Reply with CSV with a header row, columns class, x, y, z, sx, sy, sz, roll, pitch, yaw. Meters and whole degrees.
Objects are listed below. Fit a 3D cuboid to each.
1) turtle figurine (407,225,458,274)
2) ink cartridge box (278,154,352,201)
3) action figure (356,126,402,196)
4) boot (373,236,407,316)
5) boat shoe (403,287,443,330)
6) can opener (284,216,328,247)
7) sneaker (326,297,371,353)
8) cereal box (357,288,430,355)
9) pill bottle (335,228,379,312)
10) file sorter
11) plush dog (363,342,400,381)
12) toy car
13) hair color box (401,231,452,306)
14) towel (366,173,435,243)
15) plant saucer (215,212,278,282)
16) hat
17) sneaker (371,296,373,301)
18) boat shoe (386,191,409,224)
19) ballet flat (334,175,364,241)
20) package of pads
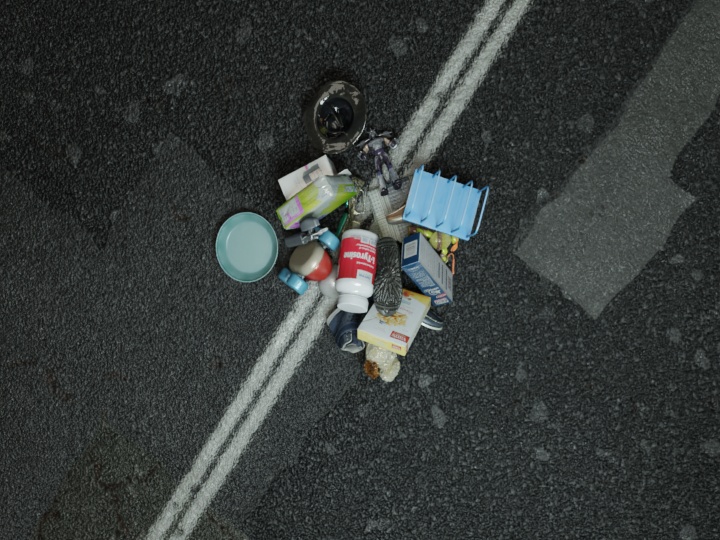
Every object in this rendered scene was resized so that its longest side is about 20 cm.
class,x,y,z,sx,sy,sz,roll,pitch,yaw
turtle figurine,0.212,-0.078,1.606,0.154,0.065,0.207,-3,113,-2
ink cartridge box,-0.127,-0.267,1.636,0.195,0.117,0.069,-26,87,7
action figure,0.060,-0.323,1.628,0.126,0.069,0.207,-22,75,13
boot,0.090,0.018,1.559,0.076,0.158,0.220,3,85,13
boat shoe,0.160,0.098,1.642,0.197,0.075,0.063,34,107,13
can opener,-0.157,-0.110,1.580,0.052,0.197,0.069,-26,101,-31
sneaker,-0.006,0.134,1.590,0.075,0.148,0.204,23,115,-35
cereal box,0.093,0.127,1.531,0.139,0.201,0.041,16,132,19
pill bottle,-0.010,0.003,1.534,0.108,0.113,0.208,5,72,6
file sorter,0.227,-0.182,1.513,0.193,0.123,0.144,17,87,-3
plush dog,0.062,0.206,1.604,0.157,0.172,0.205,27,96,5
toy car,-0.102,0.012,1.647,0.199,0.176,0.186,42,81,-24
hair color box,0.185,0.000,1.562,0.059,0.200,0.103,-17,46,30
towel,0.132,-0.163,1.659,0.186,0.035,0.207,-18,88,4
plant saucer,-0.337,-0.070,1.709,0.192,0.036,0.209,0,92,7
hat,-0.063,-0.435,1.644,0.193,0.081,0.209,1,93,15
sneaker,0.000,0.000,1.650,0.073,0.082,0.204,-31,90,5
boat shoe,0.157,-0.191,1.608,0.194,0.076,0.074,-24,84,-6
ballet flat,-0.024,-0.170,1.660,0.073,0.068,0.208,12,92,-15
package of pads,-0.124,-0.192,1.589,0.197,0.153,0.070,-32,83,28
